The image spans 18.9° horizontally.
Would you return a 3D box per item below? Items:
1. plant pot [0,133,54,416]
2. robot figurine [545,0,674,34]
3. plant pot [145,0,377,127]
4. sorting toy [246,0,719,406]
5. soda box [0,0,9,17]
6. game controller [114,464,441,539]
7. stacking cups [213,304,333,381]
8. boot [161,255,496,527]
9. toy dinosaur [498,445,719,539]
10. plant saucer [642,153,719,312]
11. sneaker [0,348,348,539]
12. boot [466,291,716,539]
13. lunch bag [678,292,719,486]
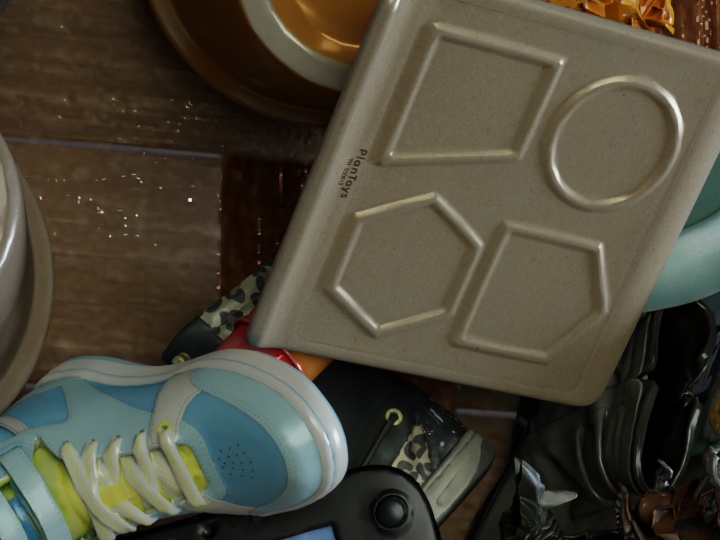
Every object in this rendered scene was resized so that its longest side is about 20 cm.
[{"bbox_3d":[-0.219,-0.009,0.942,0.198,0.174,0.202,5,77,-20],"label":"plant pot"},{"bbox_3d":[0.129,-0.228,1.159,0.145,0.058,0.202,11,77,-63],"label":"robot figurine"},{"bbox_3d":[-0.008,-0.157,1.012,0.198,0.183,0.202,-2,104,-7],"label":"plant pot"},{"bbox_3d":[0.062,-0.034,0.964,0.198,0.037,0.186,10,117,-28],"label":"sorting toy"},{"bbox_3d":[-0.193,-0.150,0.970,0.063,0.200,0.071,-21,84,-23],"label":"soda box"},{"bbox_3d":[-0.055,0.159,0.965,0.198,0.042,0.105,-17,74,1],"label":"game controller"},{"bbox_3d":[0.000,0.000,1.012,0.061,0.060,0.200,45,67,-5],"label":"stacking cups"},{"bbox_3d":[-0.052,0.105,1.038,0.203,0.074,0.154,-42,85,-17],"label":"boot"},{"bbox_3d":[0.130,0.154,0.978,0.134,0.102,0.202,9,112,-7],"label":"toy dinosaur"},{"bbox_3d":[0.127,-0.059,1.097,0.198,0.028,0.201,-4,44,3],"label":"plant saucer"},{"bbox_3d":[-0.106,0.095,0.924,0.130,0.199,0.080,-36,110,-40],"label":"sneaker"},{"bbox_3d":[0.111,0.111,1.059,0.067,0.131,0.202,19,72,-16],"label":"boot"},{"bbox_3d":[0.217,0.096,1.081,0.121,0.170,0.202,-10,81,-13],"label":"lunch bag"}]
